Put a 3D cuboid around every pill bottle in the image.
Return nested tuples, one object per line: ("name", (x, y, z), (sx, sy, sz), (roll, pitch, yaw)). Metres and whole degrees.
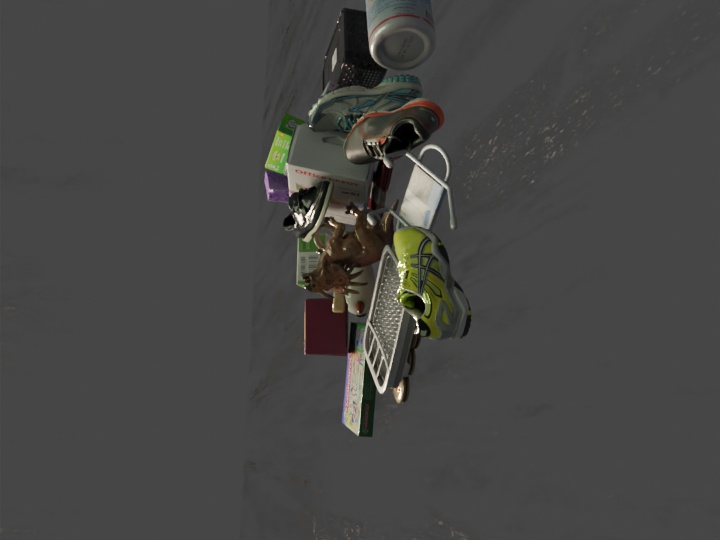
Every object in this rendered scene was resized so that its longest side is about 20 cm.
("pill bottle", (0.063, -0.438, 1.366), (0.109, 0.109, 0.200), (116, 156, -55))

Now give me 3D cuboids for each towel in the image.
("towel", (0.028, -0.141, 1.586), (0.144, 0.023, 0.200), (-125, 44, -72))

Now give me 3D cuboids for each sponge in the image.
("sponge", (-0.102, -0.167, 1.741), (0.112, 0.200, 0.030), (-114, 34, -61))

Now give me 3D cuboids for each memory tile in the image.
("memory tile", (0.068, 0.104, 1.351), (0.153, 0.017, 0.200), (-119, 37, -66))

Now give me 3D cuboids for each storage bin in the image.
("storage bin", (-0.013, -0.426, 1.697), (0.200, 0.094, 0.135), (123, 149, -63))

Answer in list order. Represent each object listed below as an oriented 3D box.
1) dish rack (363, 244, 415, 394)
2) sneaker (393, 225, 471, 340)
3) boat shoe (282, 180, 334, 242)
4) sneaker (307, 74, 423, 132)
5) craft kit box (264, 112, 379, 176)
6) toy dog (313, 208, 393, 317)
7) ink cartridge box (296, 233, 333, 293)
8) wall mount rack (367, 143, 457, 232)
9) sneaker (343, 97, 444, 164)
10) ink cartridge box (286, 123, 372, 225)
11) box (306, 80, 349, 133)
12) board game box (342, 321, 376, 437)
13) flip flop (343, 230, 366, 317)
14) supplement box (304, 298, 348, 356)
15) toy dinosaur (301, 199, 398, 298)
("dish rack", (0.054, 0.076, 1.293), (0.172, 0.043, 0.200), (-113, 31, -64))
("sneaker", (0.082, 0.010, 1.133), (0.200, 0.076, 0.075), (-116, 30, -41))
("boat shoe", (-0.095, -0.109, 1.427), (0.199, 0.066, 0.075), (136, 155, -71))
("sneaker", (0.011, -0.258, 1.357), (0.078, 0.200, 0.086), (63, -168, -69))
("craft kit box", (-0.077, -0.212, 1.594), (0.200, 0.197, 0.049), (138, 151, -71))
("toy dog", (0.000, 0.000, 1.454), (0.096, 0.132, 0.200), (-119, 14, -78))
("ink cartridge box", (-0.073, -0.009, 1.689), (0.200, 0.059, 0.104), (30, -119, -74))
("wall mount rack", (0.090, -0.080, 1.228), (0.174, 0.075, 0.200), (46, 139, 29))
("sneaker", (0.037, -0.205, 1.289), (0.200, 0.077, 0.082), (-22, 31, 45))
("ink cartridge box", (-0.053, -0.167, 1.476), (0.200, 0.144, 0.085), (96, -174, -68))
("box", (-0.045, -0.273, 1.644), (0.200, 0.132, 0.115), (143, 148, -72))
("board game box", (0.001, 0.202, 1.559), (0.135, 0.029, 0.200), (-179, 93, -75))
("flip flop", (-0.022, 0.005, 1.631), (0.081, 0.057, 0.200), (86, 176, -57))
("supplement box", (-0.068, 0.111, 1.658), (0.200, 0.086, 0.111), (124, 146, -87))
("toy dinosaur", (-0.004, -0.030, 1.359), (0.136, 0.200, 0.086), (63, -178, 36))
